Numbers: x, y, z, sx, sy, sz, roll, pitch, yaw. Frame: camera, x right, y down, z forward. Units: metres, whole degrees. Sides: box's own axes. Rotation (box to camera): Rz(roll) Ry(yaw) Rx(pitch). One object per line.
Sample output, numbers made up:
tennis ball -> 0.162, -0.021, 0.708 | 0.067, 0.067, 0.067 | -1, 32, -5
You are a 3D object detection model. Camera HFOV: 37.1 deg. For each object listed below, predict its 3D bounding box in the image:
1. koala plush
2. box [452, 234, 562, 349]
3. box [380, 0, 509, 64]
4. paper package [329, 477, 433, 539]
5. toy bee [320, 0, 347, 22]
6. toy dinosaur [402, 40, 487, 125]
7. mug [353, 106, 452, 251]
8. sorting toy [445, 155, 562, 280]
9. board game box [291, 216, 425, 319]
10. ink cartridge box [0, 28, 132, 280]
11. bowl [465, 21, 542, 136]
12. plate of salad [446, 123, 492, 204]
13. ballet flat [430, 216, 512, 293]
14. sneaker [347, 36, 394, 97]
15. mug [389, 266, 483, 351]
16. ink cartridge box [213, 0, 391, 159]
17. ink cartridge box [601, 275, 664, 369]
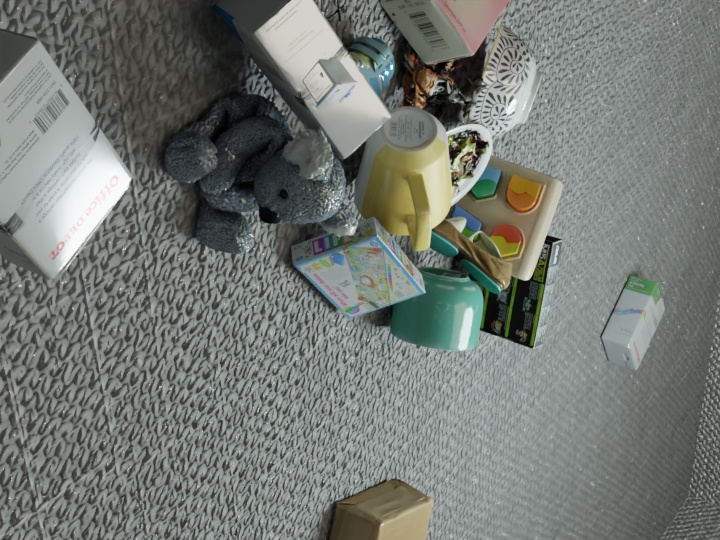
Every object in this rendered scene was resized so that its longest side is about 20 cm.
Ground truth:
koala plush -> -0.098, -0.118, 1.307 | 0.184, 0.199, 0.178 | -52, 143, -29
box -> 0.256, 0.017, 1.939 | 0.047, 0.192, 0.202 | -16, 118, -55
box -> 0.144, -0.424, 1.586 | 0.128, 0.108, 0.201 | 47, 64, -29
paper package -> 0.027, 0.498, 1.909 | 0.190, 0.103, 0.202 | -6, 111, -55
toy bee -> 0.041, -0.423, 1.463 | 0.131, 0.108, 0.202 | 9, 97, -60
toy dinosaur -> 0.106, -0.291, 1.668 | 0.135, 0.102, 0.201 | 23, 98, -38
mug -> 0.078, -0.144, 1.550 | 0.149, 0.186, 0.154 | -36, 154, -23
sorting toy -> 0.230, -0.101, 1.849 | 0.036, 0.198, 0.187 | 59, 51, -84
board game box -> 0.000, 0.000, 1.592 | 0.200, 0.133, 0.035 | 48, 27, -55
ink cartridge box -> -0.334, -0.111, 1.051 | 0.147, 0.083, 0.201 | -56, 145, -24
bowl -> 0.243, -0.300, 1.779 | 0.201, 0.093, 0.203 | 20, 90, -87
plate of salad -> 0.142, -0.152, 1.753 | 0.199, 0.048, 0.201 | -28, 148, -19
ballet flat -> 0.176, -0.043, 1.799 | 0.073, 0.199, 0.068 | -58, -173, -19
sneaker -> -0.017, -0.285, 1.470 | 0.131, 0.079, 0.200 | -63, 157, -11
mug -> 0.123, 0.055, 1.815 | 0.151, 0.185, 0.116 | 2, 102, -32
ink cartridge box -> -0.069, -0.249, 1.278 | 0.086, 0.146, 0.200 | -42, 126, -2
ink cartridge box -> 0.722, 0.139, 2.834 | 0.201, 0.087, 0.146 | -62, 147, -20
